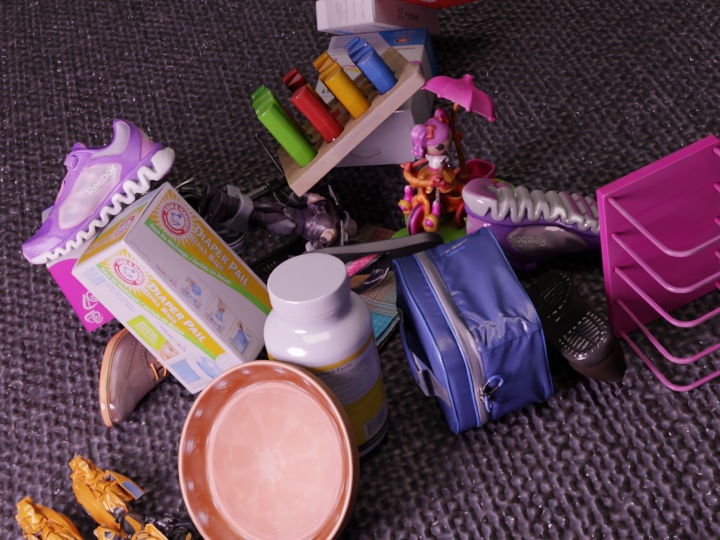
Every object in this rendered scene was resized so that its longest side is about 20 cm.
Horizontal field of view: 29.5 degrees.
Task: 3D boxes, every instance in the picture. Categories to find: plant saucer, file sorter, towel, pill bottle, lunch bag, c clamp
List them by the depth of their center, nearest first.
[{"bbox_3d":[-0.088,0.189,1.326,0.198,0.204,0.032,9,1,28],"label":"plant saucer"},{"bbox_3d":[0.334,0.000,1.367,0.138,0.202,0.126,-25,43,-12],"label":"file sorter"},{"bbox_3d":[-0.037,0.088,1.380,0.110,0.202,0.113,-7,35,5],"label":"pill bottle"},{"bbox_3d":[0.108,0.069,1.410,0.131,0.137,0.201,-19,40,-4],"label":"lunch bag"},{"bbox_3d":[0.004,0.021,1.592,0.145,0.022,0.200,17,49,33],"label":"towel"},{"bbox_3d":[-0.138,-0.061,1.668,0.171,0.027,0.199,46,51,8],"label":"c clamp"}]

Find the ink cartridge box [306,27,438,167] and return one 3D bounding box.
[{"bbox_3d":[0.020,-0.234,1.836,0.142,0.085,0.201,-4,42,14],"label":"ink cartridge box"}]

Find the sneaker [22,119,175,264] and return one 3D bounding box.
[{"bbox_3d":[-0.302,-0.092,1.504,0.200,0.089,0.080,-42,17,-3],"label":"sneaker"}]

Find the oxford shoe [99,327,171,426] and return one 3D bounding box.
[{"bbox_3d":[-0.238,0.096,1.548,0.072,0.072,0.201,3,42,15],"label":"oxford shoe"}]

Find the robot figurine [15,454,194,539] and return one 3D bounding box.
[{"bbox_3d":[-0.253,0.270,1.356,0.145,0.059,0.199,-39,44,-25],"label":"robot figurine"}]

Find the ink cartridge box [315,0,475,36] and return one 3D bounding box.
[{"bbox_3d":[0.062,-0.355,1.889,0.174,0.045,0.199,-3,2,31],"label":"ink cartridge box"}]

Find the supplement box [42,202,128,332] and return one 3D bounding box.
[{"bbox_3d":[-0.314,-0.026,1.644,0.102,0.102,0.200,-30,24,-3],"label":"supplement box"}]

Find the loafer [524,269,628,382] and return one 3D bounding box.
[{"bbox_3d":[0.220,0.066,1.436,0.073,0.072,0.200,-37,25,5],"label":"loafer"}]

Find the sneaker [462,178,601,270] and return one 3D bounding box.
[{"bbox_3d":[0.206,-0.041,1.548,0.197,0.090,0.081,10,22,-3],"label":"sneaker"}]

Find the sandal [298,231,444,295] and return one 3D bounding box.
[{"bbox_3d":[0.000,0.000,1.549,0.197,0.075,0.046,-12,69,12],"label":"sandal"}]

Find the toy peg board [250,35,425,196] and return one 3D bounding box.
[{"bbox_3d":[-0.040,-0.212,1.639,0.199,0.098,0.200,-42,19,6],"label":"toy peg board"}]

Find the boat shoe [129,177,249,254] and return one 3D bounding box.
[{"bbox_3d":[-0.228,-0.077,1.747,0.198,0.069,0.073,26,54,39],"label":"boat shoe"}]

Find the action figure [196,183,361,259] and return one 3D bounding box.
[{"bbox_3d":[-0.090,-0.059,1.617,0.197,0.070,0.131,10,28,-21],"label":"action figure"}]

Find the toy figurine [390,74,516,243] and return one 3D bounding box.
[{"bbox_3d":[0.097,-0.132,1.594,0.149,0.186,0.199,23,46,39],"label":"toy figurine"}]

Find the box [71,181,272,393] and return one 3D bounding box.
[{"bbox_3d":[-0.198,0.021,1.497,0.112,0.200,0.102,-25,25,44],"label":"box"}]
